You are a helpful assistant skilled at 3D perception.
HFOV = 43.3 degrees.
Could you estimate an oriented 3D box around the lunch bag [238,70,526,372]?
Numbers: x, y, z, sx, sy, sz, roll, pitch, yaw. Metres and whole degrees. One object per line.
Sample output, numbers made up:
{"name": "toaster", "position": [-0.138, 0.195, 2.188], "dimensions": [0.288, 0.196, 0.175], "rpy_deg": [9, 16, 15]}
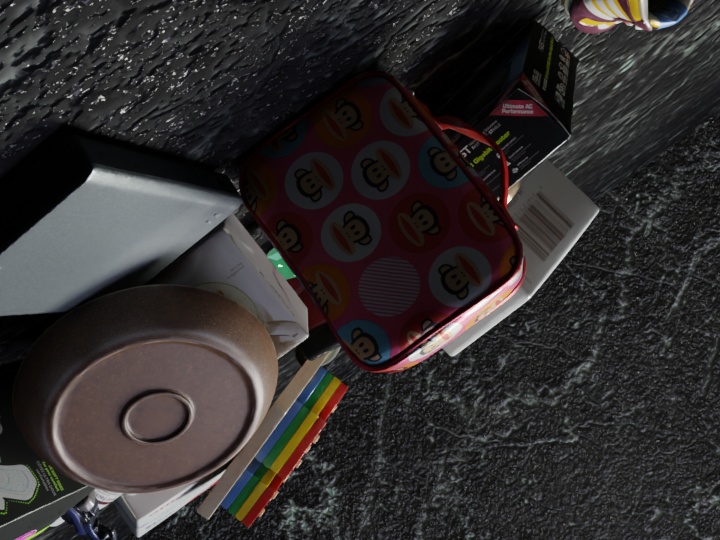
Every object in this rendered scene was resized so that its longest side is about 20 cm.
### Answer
{"name": "lunch bag", "position": [0.026, -0.043, 0.669], "dimensions": [0.176, 0.200, 0.082], "rpy_deg": [-36, 166, 7]}

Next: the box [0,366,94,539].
{"name": "box", "position": [-0.337, 0.178, 0.721], "dimensions": [0.148, 0.125, 0.200], "rpy_deg": [-39, 168, 26]}

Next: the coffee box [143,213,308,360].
{"name": "coffee box", "position": [-0.155, 0.058, 0.746], "dimensions": [0.200, 0.115, 0.080], "rpy_deg": [-35, -165, 6]}

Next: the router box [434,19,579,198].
{"name": "router box", "position": [0.102, -0.114, 0.818], "dimensions": [0.200, 0.062, 0.150], "rpy_deg": [-41, -164, 34]}

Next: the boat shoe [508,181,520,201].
{"name": "boat shoe", "position": [0.104, -0.038, 0.904], "dimensions": [0.200, 0.064, 0.071], "rpy_deg": [-45, -167, 52]}

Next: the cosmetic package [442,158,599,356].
{"name": "cosmetic package", "position": [0.133, -0.036, 1.069], "dimensions": [0.167, 0.166, 0.200], "rpy_deg": [-46, 178, -32]}

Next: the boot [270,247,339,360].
{"name": "boot", "position": [0.000, 0.000, 0.953], "dimensions": [0.200, 0.145, 0.072], "rpy_deg": [-38, 168, 8]}

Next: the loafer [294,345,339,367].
{"name": "loafer", "position": [-0.064, 0.098, 1.468], "dimensions": [0.069, 0.075, 0.200], "rpy_deg": [-12, 153, -38]}

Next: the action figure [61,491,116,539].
{"name": "action figure", "position": [-0.276, 0.188, 0.924], "dimensions": [0.193, 0.201, 0.105], "rpy_deg": [-16, -147, 10]}

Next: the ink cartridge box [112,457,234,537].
{"name": "ink cartridge box", "position": [-0.269, 0.242, 1.194], "dimensions": [0.145, 0.145, 0.200], "rpy_deg": [-31, 170, -24]}

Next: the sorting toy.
{"name": "sorting toy", "position": [-0.097, 0.211, 1.160], "dimensions": [0.199, 0.069, 0.200], "rpy_deg": [-54, 178, 24]}

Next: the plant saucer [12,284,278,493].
{"name": "plant saucer", "position": [-0.155, 0.101, 0.683], "dimensions": [0.199, 0.035, 0.201], "rpy_deg": [-11, 128, -14]}

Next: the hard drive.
{"name": "hard drive", "position": [-0.173, -0.022, 0.582], "dimensions": [0.139, 0.033, 0.200], "rpy_deg": [-37, 170, 12]}

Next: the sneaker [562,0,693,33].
{"name": "sneaker", "position": [0.231, -0.232, 0.772], "dimensions": [0.075, 0.090, 0.200], "rpy_deg": [-35, 170, 2]}

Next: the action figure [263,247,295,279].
{"name": "action figure", "position": [-0.019, -0.070, 0.814], "dimensions": [0.118, 0.055, 0.200], "rpy_deg": [-22, 157, -48]}

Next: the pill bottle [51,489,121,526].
{"name": "pill bottle", "position": [-0.282, 0.192, 1.009], "dimensions": [0.200, 0.113, 0.113], "rpy_deg": [-35, 171, 5]}
